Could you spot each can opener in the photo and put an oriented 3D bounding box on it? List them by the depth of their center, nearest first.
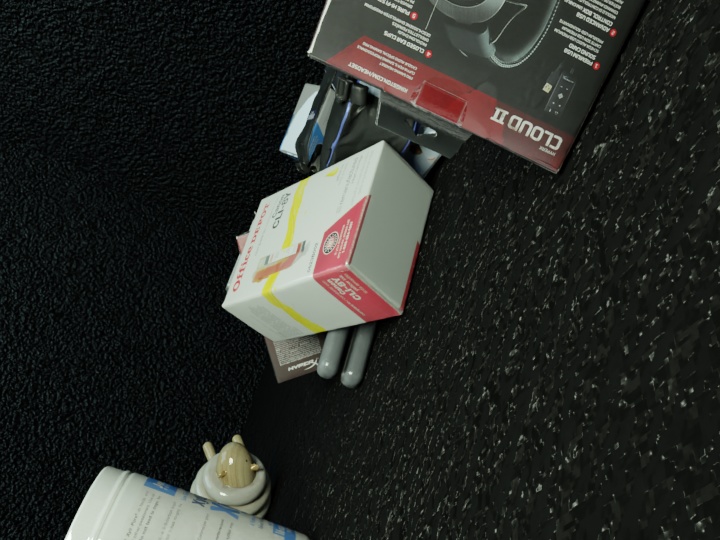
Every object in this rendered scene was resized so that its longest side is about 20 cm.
[{"bbox_3d":[0.006,0.016,0.705,0.067,0.052,0.204,123,165,-61],"label":"can opener"}]

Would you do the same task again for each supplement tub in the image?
[{"bbox_3d":[-0.148,0.261,0.571,0.132,0.196,0.135,-158,90,-83],"label":"supplement tub"}]

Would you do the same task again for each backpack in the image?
[{"bbox_3d":[0.031,-0.190,0.727,0.200,0.150,0.196,142,142,-65],"label":"backpack"}]

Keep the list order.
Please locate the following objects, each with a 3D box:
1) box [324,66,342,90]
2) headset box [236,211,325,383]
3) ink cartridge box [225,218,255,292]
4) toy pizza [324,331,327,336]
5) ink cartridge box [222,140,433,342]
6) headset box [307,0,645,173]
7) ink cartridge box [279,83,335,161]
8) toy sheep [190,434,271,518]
[{"bbox_3d":[0.037,-0.411,1.248,0.106,0.145,0.201,61,150,17],"label":"box"},{"bbox_3d":[-0.103,0.022,0.868,0.149,0.073,0.205,-156,50,-80],"label":"headset box"},{"bbox_3d":[-0.148,0.009,1.320,0.083,0.196,0.150,141,150,-75],"label":"ink cartridge box"},{"bbox_3d":[0.000,0.000,0.880,0.200,0.031,0.205,-159,89,-86],"label":"toy pizza"},{"bbox_3d":[-0.037,-0.021,0.684,0.197,0.083,0.148,-17,47,44],"label":"ink cartridge box"},{"bbox_3d":[0.068,-0.160,0.349,0.078,0.145,0.204,-85,17,-69],"label":"headset box"},{"bbox_3d":[-0.052,-0.267,1.388,0.083,0.198,0.148,23,90,40],"label":"ink cartridge box"},{"bbox_3d":[-0.199,0.345,1.032,0.139,0.134,0.204,-80,-1,-59],"label":"toy sheep"}]
